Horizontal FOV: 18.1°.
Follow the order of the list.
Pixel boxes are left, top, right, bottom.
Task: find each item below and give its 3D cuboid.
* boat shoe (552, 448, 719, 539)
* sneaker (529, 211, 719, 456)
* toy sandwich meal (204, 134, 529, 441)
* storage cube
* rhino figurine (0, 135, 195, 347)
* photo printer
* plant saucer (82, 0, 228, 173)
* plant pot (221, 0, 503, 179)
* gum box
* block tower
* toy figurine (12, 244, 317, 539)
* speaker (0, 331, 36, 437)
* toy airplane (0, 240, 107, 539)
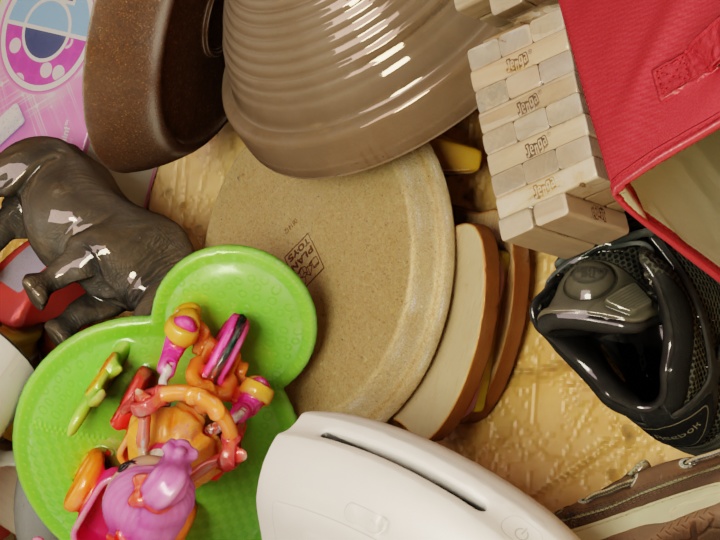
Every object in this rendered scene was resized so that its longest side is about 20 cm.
[{"bbox_3d":[0.130,0.128,1.049,0.202,0.075,0.075,-22,26,42],"label":"boat shoe"},{"bbox_3d":[0.126,-0.019,1.044,0.076,0.114,0.201,-18,69,30],"label":"sneaker"},{"bbox_3d":[0.000,0.000,1.164,0.204,0.070,0.207,-7,80,46],"label":"toy sandwich meal"},{"bbox_3d":[0.199,-0.104,0.949,0.170,0.199,0.181,-33,48,27],"label":"storage cube"},{"bbox_3d":[-0.135,-0.003,1.182,0.087,0.060,0.200,-41,59,-20],"label":"rhino figurine"},{"bbox_3d":[0.032,0.161,1.032,0.166,0.069,0.201,23,137,33],"label":"photo printer"},{"bbox_3d":[-0.082,-0.142,1.178,0.034,0.200,0.202,19,92,16],"label":"plant saucer"},{"bbox_3d":[0.000,-0.150,1.120,0.200,0.093,0.202,-26,35,20],"label":"plant pot"},{"bbox_3d":[-0.160,-0.140,1.303,0.113,0.066,0.202,16,90,36],"label":"gum box"},{"bbox_3d":[0.080,-0.110,1.009,0.054,0.058,0.202,-22,69,32],"label":"block tower"},{"bbox_3d":[-0.096,0.107,1.053,0.149,0.184,0.201,30,112,-8],"label":"toy figurine"},{"bbox_3d":[-0.248,0.112,1.124,0.081,0.081,0.201,20,66,37],"label":"speaker"},{"bbox_3d":[-0.219,0.095,1.252,0.199,0.141,0.201,-23,68,30],"label":"toy airplane"}]
